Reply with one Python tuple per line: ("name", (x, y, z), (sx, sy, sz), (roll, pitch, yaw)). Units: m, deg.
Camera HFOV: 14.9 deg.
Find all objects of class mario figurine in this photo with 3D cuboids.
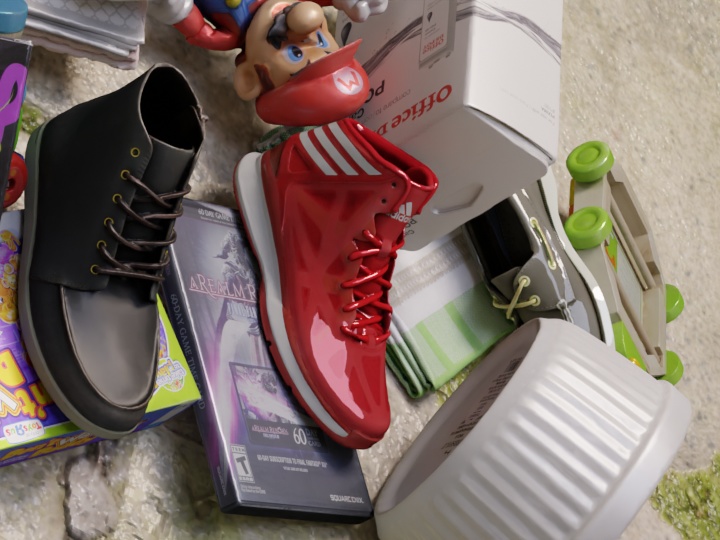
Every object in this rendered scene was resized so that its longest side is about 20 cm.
("mario figurine", (-0.062, -0.179, 1.742), (0.200, 0.123, 0.106), (50, 8, 15))

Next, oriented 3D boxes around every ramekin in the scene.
("ramekin", (0.097, 0.122, 1.678), (0.105, 0.200, 0.200), (40, 42, -4))

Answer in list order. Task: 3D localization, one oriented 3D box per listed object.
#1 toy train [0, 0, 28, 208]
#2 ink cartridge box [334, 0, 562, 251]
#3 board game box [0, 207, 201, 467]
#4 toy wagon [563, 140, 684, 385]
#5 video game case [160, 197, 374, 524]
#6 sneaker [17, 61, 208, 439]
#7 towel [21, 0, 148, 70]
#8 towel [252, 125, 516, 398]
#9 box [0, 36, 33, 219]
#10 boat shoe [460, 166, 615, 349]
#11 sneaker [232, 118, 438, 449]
("toy train", (-0.265, -0.092, 1.493), (0.085, 0.116, 0.200), (28, 25, 36))
("ink cartridge box", (0.055, -0.134, 1.785), (0.083, 0.146, 0.200), (31, 47, -30))
("board game box", (-0.196, 0.037, 1.549), (0.200, 0.045, 0.135), (-13, 75, -48))
("toy wagon", (0.178, 0.014, 1.891), (0.200, 0.040, 0.155), (-82, 150, -47))
("video game case", (-0.062, 0.054, 1.669), (0.143, 0.019, 0.200), (13, 57, -55))
("sneaker", (-0.132, -0.014, 1.526), (0.075, 0.106, 0.200), (11, 60, -41))
("towel", (-0.218, -0.228, 1.673), (0.200, 0.032, 0.191), (14, 56, -24))
("towel", (0.028, -0.029, 1.825), (0.149, 0.031, 0.200), (-34, 91, -49))
("box", (-0.258, -0.035, 1.439), (0.143, 0.036, 0.200), (11, 86, -12))
("boat shoe", (0.109, -0.001, 1.826), (0.060, 0.072, 0.202), (-12, 77, -38))
("sneaker", (0.000, 0.000, 1.676), (0.078, 0.115, 0.200), (-3, 69, -60))
